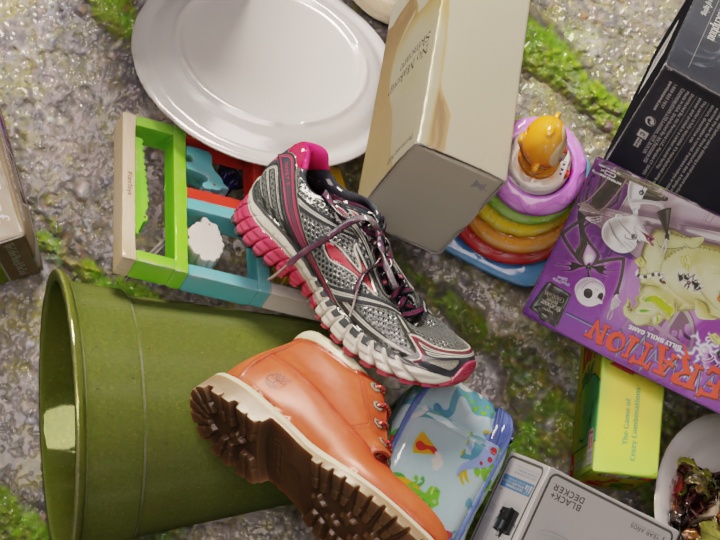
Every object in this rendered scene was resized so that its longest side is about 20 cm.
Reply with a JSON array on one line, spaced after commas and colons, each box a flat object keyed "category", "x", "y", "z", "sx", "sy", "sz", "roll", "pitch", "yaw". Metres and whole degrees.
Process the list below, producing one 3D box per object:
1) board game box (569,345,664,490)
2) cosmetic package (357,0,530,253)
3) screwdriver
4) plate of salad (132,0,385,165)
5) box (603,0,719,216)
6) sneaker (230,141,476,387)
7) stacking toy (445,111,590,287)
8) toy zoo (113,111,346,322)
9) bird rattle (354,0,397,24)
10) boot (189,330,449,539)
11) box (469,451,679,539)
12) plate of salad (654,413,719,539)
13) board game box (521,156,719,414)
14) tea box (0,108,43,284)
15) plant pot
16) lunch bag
[{"category": "board game box", "x": 0.187, "y": 0.050, "z": 1.376, "sx": 0.047, "sy": 0.102, "sz": 0.202, "roll": 6, "pitch": 79, "yaw": -1}, {"category": "cosmetic package", "x": 0.059, "y": -0.126, "z": 1.338, "sx": 0.071, "sy": 0.105, "sz": 0.201, "roll": 22, "pitch": 52, "yaw": -16}, {"category": "screwdriver", "x": -0.114, "y": -0.043, "z": 1.365, "sx": 0.028, "sy": 0.029, "sz": 0.200, "roll": 40, "pitch": 49, "yaw": 0}, {"category": "plate of salad", "x": -0.069, "y": -0.142, "z": 1.396, "sx": 0.198, "sy": 0.048, "sz": 0.201, "roll": 10, "pitch": 48, "yaw": -11}, {"category": "box", "x": 0.290, "y": -0.110, "z": 1.365, "sx": 0.181, "sy": 0.104, "sz": 0.200, "roll": 30, "pitch": 39, "yaw": 1}, {"category": "sneaker", "x": 0.000, "y": 0.000, "z": 1.262, "sx": 0.200, "sy": 0.080, "sz": 0.075, "roll": 44, "pitch": 111, "yaw": 17}, {"category": "stacking toy", "x": 0.118, "y": -0.070, "z": 1.344, "sx": 0.109, "sy": 0.200, "sz": 0.117, "roll": 25, "pitch": 77, "yaw": 0}, {"category": "toy zoo", "x": -0.075, "y": -0.032, "z": 1.341, "sx": 0.199, "sy": 0.020, "sz": 0.132, "roll": 13, "pitch": 49, "yaw": -23}, {"category": "bird rattle", "x": 0.037, "y": -0.263, "z": 1.434, "sx": 0.198, "sy": 0.113, "sz": 0.165, "roll": 4, "pitch": 95, "yaw": 0}, {"category": "boot", "x": -0.002, "y": 0.112, "z": 1.203, "sx": 0.107, "sy": 0.075, "sz": 0.200, "roll": -31, "pitch": 58, "yaw": -35}, {"category": "box", "x": 0.112, "y": 0.235, "z": 1.266, "sx": 0.116, "sy": 0.060, "sz": 0.201, "roll": 26, "pitch": 85, "yaw": -22}, {"category": "plate of salad", "x": 0.287, "y": 0.189, "z": 1.342, "sx": 0.199, "sy": 0.048, "sz": 0.201, "roll": 17, "pitch": 57, "yaw": -28}, {"category": "board game box", "x": 0.222, "y": 0.020, "z": 1.300, "sx": 0.199, "sy": 0.032, "sz": 0.121, "roll": 26, "pitch": 101, "yaw": 5}, {"category": "tea box", "x": -0.344, "y": -0.077, "z": 1.351, "sx": 0.195, "sy": 0.134, "sz": 0.202, "roll": -16, "pitch": 80, "yaw": -6}, {"category": "plant pot", "x": -0.115, "y": 0.096, "z": 1.319, "sx": 0.188, "sy": 0.200, "sz": 0.202, "roll": -2, "pitch": 79, "yaw": -17}, {"category": "lunch bag", "x": 0.021, "y": 0.174, "z": 1.301, "sx": 0.082, "sy": 0.161, "sz": 0.201, "roll": 31, "pitch": 61, "yaw": -4}]
